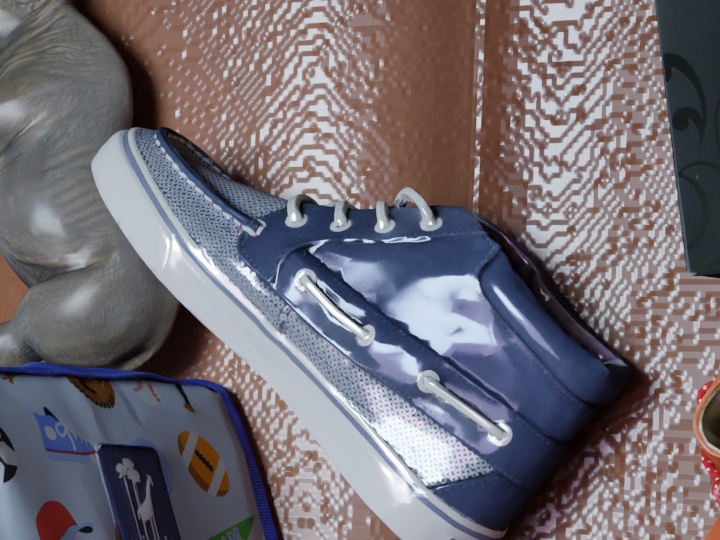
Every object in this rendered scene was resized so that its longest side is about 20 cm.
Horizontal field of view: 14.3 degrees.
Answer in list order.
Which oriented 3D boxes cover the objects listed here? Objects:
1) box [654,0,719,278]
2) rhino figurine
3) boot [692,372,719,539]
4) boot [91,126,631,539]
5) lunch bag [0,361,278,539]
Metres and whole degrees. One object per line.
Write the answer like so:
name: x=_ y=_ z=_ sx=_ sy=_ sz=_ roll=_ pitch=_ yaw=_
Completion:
box: x=0.195 y=-0.081 z=0.797 sx=0.200 sy=0.124 sz=0.149 roll=-13 pitch=79 yaw=32
rhino figurine: x=-0.120 y=-0.044 z=1.049 sx=0.087 sy=0.060 sz=0.201 roll=-21 pitch=73 yaw=17
boot: x=0.126 y=0.059 z=0.821 sx=0.200 sy=0.107 sz=0.075 roll=-58 pitch=38 yaw=44
boot: x=0.000 y=0.000 z=0.965 sx=0.200 sy=0.073 sz=0.090 roll=46 pitch=104 yaw=20
lunch bag: x=-0.112 y=0.130 z=0.964 sx=0.124 sy=0.170 sz=0.201 roll=12 pitch=93 yaw=32
